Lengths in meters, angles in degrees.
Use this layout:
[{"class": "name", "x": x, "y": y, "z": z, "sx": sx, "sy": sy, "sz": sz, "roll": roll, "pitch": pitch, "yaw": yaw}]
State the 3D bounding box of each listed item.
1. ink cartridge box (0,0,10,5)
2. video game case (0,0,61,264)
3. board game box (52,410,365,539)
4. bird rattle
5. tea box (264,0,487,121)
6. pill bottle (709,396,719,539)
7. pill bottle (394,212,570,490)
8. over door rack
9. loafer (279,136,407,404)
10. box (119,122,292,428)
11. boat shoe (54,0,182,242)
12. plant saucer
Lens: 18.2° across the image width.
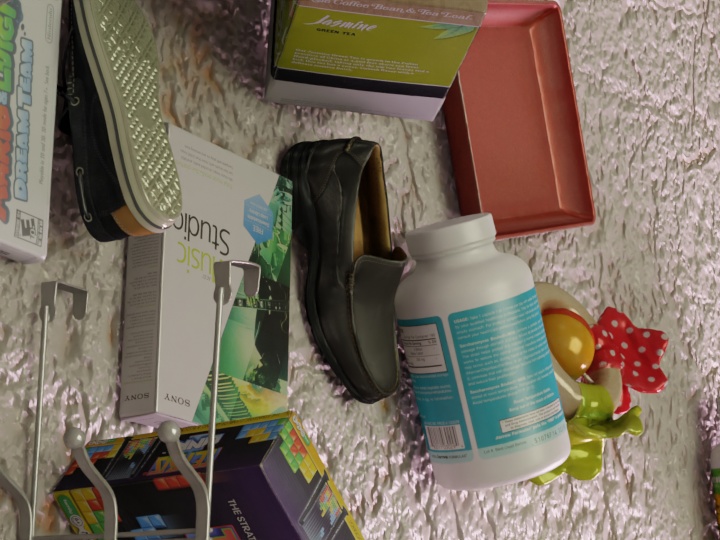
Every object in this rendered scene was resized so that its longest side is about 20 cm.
[{"class": "ink cartridge box", "x": -0.244, "y": -0.280, "z": 1.365, "sx": 0.200, "sy": 0.047, "sz": 0.160, "roll": 53, "pitch": 32, "yaw": -20}, {"class": "video game case", "x": -0.249, "y": -0.123, "z": 1.344, "sx": 0.182, "sy": 0.024, "sz": 0.201, "roll": 25, "pitch": 60, "yaw": -52}, {"class": "board game box", "x": -0.075, "y": 0.191, "z": 1.400, "sx": 0.201, "sy": 0.165, "sz": 0.057, "roll": 62, "pitch": 37, "yaw": -24}, {"class": "bird rattle", "x": 0.189, "y": 0.076, "z": 1.893, "sx": 0.163, "sy": 0.112, "sz": 0.200, "roll": 48, "pitch": 39, "yaw": -15}, {"class": "tea box", "x": 0.012, "y": -0.238, "z": 1.589, "sx": 0.197, "sy": 0.133, "sz": 0.201, "roll": 118, "pitch": -23, "yaw": -68}, {"class": "pill bottle", "x": 0.394, "y": 0.216, "z": 2.148, "sx": 0.111, "sy": 0.111, "sz": 0.201, "roll": 2, "pitch": 80, "yaw": -56}, {"class": "pill bottle", "x": 0.090, "y": 0.061, "z": 1.730, "sx": 0.111, "sy": 0.110, "sz": 0.201, "roll": -21, "pitch": 100, "yaw": -56}, {"class": "over door rack", "x": -0.150, "y": 0.084, "z": 1.332, "sx": 0.067, "sy": 0.147, "sz": 0.201, "roll": 41, "pitch": 51, "yaw": -50}, {"class": "loafer", "x": 0.000, "y": 0.000, "z": 1.645, "sx": 0.073, "sy": 0.072, "sz": 0.201, "roll": -31, "pitch": 108, "yaw": -56}, {"class": "box", "x": -0.101, "y": 0.016, "z": 1.522, "sx": 0.144, "sy": 0.036, "sz": 0.201, "roll": 22, "pitch": 64, "yaw": -52}, {"class": "boat shoe", "x": -0.164, "y": -0.108, "z": 1.438, "sx": 0.074, "sy": 0.062, "sz": 0.201, "roll": 23, "pitch": 48, "yaw": -54}, {"class": "plant saucer", "x": 0.125, "y": -0.128, "z": 1.900, "sx": 0.200, "sy": 0.037, "sz": 0.201, "roll": -9, "pitch": 90, "yaw": -58}]
